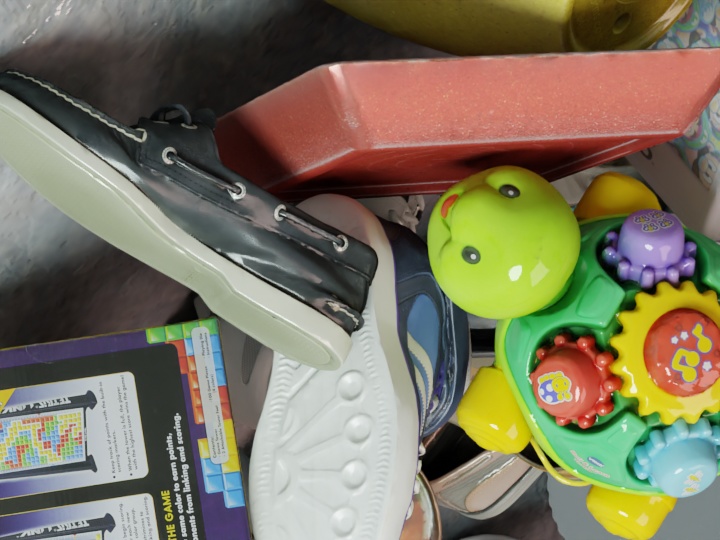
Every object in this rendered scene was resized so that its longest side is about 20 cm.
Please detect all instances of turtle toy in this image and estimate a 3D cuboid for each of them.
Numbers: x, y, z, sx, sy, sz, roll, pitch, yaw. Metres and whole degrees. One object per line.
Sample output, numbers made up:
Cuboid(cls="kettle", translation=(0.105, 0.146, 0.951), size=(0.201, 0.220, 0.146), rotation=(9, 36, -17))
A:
Cuboid(cls="turtle toy", translation=(0.112, 0.026, 1.354), size=(0.146, 0.200, 0.101), rotation=(-59, -168, -11))

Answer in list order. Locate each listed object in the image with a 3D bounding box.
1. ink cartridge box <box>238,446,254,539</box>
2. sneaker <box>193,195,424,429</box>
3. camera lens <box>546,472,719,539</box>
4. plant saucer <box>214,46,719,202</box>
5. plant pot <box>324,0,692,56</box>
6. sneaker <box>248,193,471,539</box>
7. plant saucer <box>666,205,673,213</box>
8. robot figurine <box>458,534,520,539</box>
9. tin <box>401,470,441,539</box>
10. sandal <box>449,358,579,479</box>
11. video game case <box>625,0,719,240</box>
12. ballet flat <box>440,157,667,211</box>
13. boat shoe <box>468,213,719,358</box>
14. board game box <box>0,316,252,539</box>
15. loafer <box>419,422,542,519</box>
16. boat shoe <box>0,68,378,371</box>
Cuboid(cls="ink cartridge box", translation=(-0.131, 0.154, 1.384), size=(0.200, 0.176, 0.084), rotation=(-38, 170, -13))
Cuboid(cls="sneaker", translation=(0.000, 0.000, 1.491), size=(0.200, 0.088, 0.074), rotation=(-49, 150, -1))
Cuboid(cls="camera lens", translation=(0.221, 0.139, 1.864), size=(0.160, 0.160, 0.200), rotation=(-53, 150, 8))
Cuboid(cls="plant saucer", translation=(0.041, -0.061, 1.343), size=(0.199, 0.037, 0.199), rotation=(-5, 174, -23))
Cuboid(cls="plant pot", translation=(0.079, -0.169, 1.342), size=(0.200, 0.142, 0.200), rotation=(-33, 147, -25))
Cuboid(cls="sneaker", translation=(0.013, 0.074, 1.383), size=(0.080, 0.201, 0.146), rotation=(-11, 156, 23))
Cuboid(cls="plant saucer", translation=(0.203, -0.045, 1.683), size=(0.200, 0.036, 0.201), rotation=(9, 90, -73))
Cuboid(cls="robot figurine", translation=(0.092, 0.233, 1.852), size=(0.169, 0.113, 0.200), rotation=(-11, 154, 16))
Cuboid(cls="tin", translation=(-0.044, 0.171, 1.614), size=(0.200, 0.112, 0.042), rotation=(-46, -169, -3))
Cuboid(cls="sandal", translation=(0.114, 0.081, 1.667), size=(0.199, 0.054, 0.081), rotation=(17, 115, -17))
Cuboid(cls="video game case", translation=(0.149, -0.147, 1.419), size=(0.024, 0.182, 0.201), rotation=(-8, 133, -31))
Cuboid(cls="ballet flat", translation=(0.105, -0.058, 1.601), size=(0.200, 0.067, 0.064), rotation=(3, 96, -55))
Cuboid(cls="boat shoe", translation=(0.116, 0.016, 1.571), size=(0.199, 0.066, 0.070), rotation=(0, 129, 5))
Cuboid(cls="board game box", translation=(-0.128, 0.133, 1.313), size=(0.164, 0.201, 0.057), rotation=(-7, 169, -7))
Cuboid(cls="loafer", translation=(0.102, 0.060, 1.715), size=(0.063, 0.072, 0.200), rotation=(17, 115, -50))
Cuboid(cls="boat shoe", translation=(-0.075, -0.037, 1.293), size=(0.066, 0.199, 0.074), rotation=(-59, -171, -18))
